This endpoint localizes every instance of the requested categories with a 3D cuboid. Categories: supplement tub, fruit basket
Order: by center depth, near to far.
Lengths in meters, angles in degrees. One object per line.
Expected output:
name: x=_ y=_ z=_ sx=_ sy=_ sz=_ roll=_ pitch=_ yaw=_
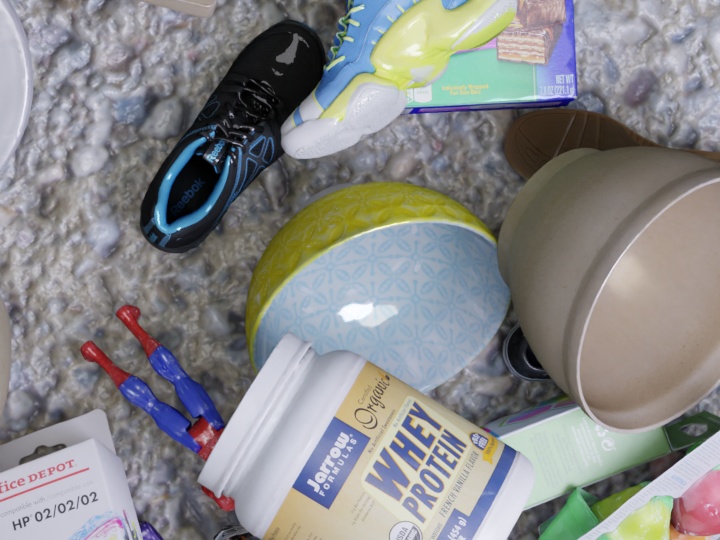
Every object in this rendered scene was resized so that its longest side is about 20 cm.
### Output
supplement tub: x=0.003 y=0.144 z=1.559 sx=0.200 sy=0.144 sz=0.145 roll=31 pitch=88 yaw=2
fruit basket: x=0.225 y=0.175 z=1.647 sx=0.200 sy=0.185 sz=0.094 roll=-45 pitch=60 yaw=8

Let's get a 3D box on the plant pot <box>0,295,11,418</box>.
plant pot: x=-0.326 y=0.058 z=1.618 sx=0.200 sy=0.200 sz=0.135 roll=42 pitch=51 yaw=-4

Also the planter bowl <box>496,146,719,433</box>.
planter bowl: x=0.182 y=-0.006 z=1.591 sx=0.200 sy=0.200 sz=0.135 roll=-50 pitch=50 yaw=-3

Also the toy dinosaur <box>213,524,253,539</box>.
toy dinosaur: x=-0.086 y=0.248 z=1.664 sx=0.102 sy=0.200 sz=0.136 roll=-36 pitch=109 yaw=-44

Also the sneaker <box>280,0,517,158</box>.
sneaker: x=0.009 y=-0.167 z=1.621 sx=0.200 sy=0.076 sz=0.105 roll=-35 pitch=79 yaw=-7

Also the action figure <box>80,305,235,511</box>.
action figure: x=-0.113 y=0.119 z=1.688 sx=0.065 sy=0.099 sz=0.200 roll=-45 pitch=71 yaw=0

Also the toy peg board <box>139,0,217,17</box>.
toy peg board: x=-0.176 y=-0.311 z=1.622 sx=0.200 sy=0.098 sz=0.200 roll=14 pitch=65 yaw=-4

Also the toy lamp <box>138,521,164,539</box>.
toy lamp: x=-0.226 y=0.259 z=1.676 sx=0.200 sy=0.058 sz=0.058 roll=-38 pitch=93 yaw=-4

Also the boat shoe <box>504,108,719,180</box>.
boat shoe: x=0.204 y=-0.066 z=1.703 sx=0.200 sy=0.065 sz=0.071 roll=18 pitch=78 yaw=16

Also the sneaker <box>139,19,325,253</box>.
sneaker: x=-0.090 y=-0.097 z=1.673 sx=0.073 sy=0.082 sz=0.200 roll=33 pitch=87 yaw=-2

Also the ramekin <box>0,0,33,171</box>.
ramekin: x=-0.328 y=-0.143 z=1.632 sx=0.202 sy=0.094 sz=0.203 roll=0 pitch=102 yaw=1

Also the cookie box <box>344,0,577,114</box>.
cookie box: x=0.071 y=-0.220 z=1.688 sx=0.171 sy=0.075 sz=0.200 roll=-3 pitch=90 yaw=-3

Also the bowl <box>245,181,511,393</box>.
bowl: x=0.000 y=0.000 z=1.656 sx=0.200 sy=0.200 sz=0.108 roll=-22 pitch=50 yaw=-4

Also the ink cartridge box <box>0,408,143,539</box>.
ink cartridge box: x=-0.219 y=0.199 z=1.629 sx=0.115 sy=0.068 sz=0.200 roll=-21 pitch=68 yaw=5

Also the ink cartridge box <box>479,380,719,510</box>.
ink cartridge box: x=0.168 y=0.121 z=1.683 sx=0.200 sy=0.104 sz=0.059 roll=-21 pitch=93 yaw=-4

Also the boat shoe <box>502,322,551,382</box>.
boat shoe: x=0.203 y=0.033 z=1.709 sx=0.200 sy=0.057 sz=0.069 roll=-25 pitch=92 yaw=-4
